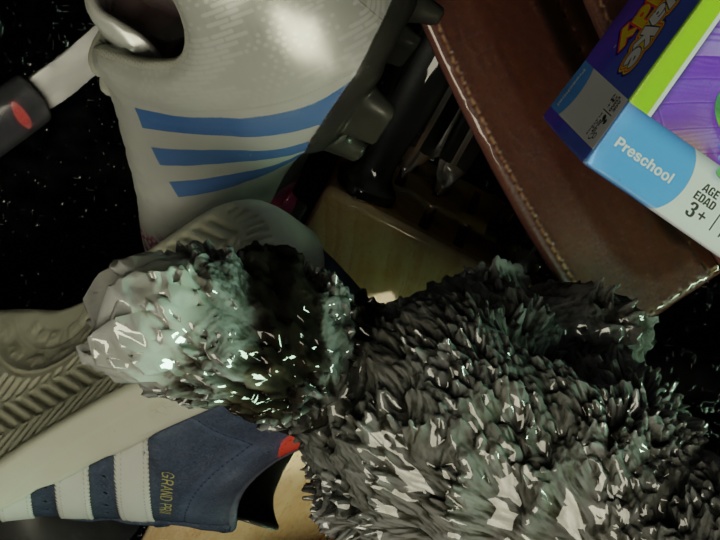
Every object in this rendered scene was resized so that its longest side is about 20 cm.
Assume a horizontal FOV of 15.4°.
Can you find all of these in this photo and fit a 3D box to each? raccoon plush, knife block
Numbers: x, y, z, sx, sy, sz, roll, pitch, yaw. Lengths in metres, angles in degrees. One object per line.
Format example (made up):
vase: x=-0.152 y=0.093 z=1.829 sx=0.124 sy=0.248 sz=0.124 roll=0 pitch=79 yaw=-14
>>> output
raccoon plush: x=0.033 y=0.066 z=0.664 sx=0.199 sy=0.134 sz=0.097 roll=3 pitch=113 yaw=-35
knife block: x=0.000 y=0.000 z=0.806 sx=0.198 sy=0.064 sz=0.177 roll=-15 pitch=105 yaw=15

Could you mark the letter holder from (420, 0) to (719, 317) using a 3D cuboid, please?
letter holder: x=0.094 y=-0.086 z=0.693 sx=0.142 sy=0.100 sz=0.201 roll=-31 pitch=110 yaw=-14

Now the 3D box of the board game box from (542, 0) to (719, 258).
board game box: x=0.164 y=-0.033 z=0.644 sx=0.199 sy=0.045 sz=0.135 roll=33 pitch=99 yaw=-17

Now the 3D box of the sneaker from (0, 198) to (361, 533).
sneaker: x=-0.069 y=0.050 z=0.771 sx=0.199 sy=0.075 sz=0.084 roll=-20 pitch=135 yaw=37

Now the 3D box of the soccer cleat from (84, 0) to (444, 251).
soccer cleat: x=-0.042 y=-0.054 z=0.748 sx=0.086 sy=0.070 sz=0.200 roll=30 pitch=156 yaw=-6

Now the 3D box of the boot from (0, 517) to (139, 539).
boot: x=-0.135 y=0.017 z=0.841 sx=0.164 sy=0.066 sz=0.201 roll=-27 pitch=108 yaw=27

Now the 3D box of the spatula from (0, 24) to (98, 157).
spatula: x=-0.083 y=-0.063 z=0.777 sx=0.199 sy=0.021 sz=0.057 roll=-37 pitch=124 yaw=-5
